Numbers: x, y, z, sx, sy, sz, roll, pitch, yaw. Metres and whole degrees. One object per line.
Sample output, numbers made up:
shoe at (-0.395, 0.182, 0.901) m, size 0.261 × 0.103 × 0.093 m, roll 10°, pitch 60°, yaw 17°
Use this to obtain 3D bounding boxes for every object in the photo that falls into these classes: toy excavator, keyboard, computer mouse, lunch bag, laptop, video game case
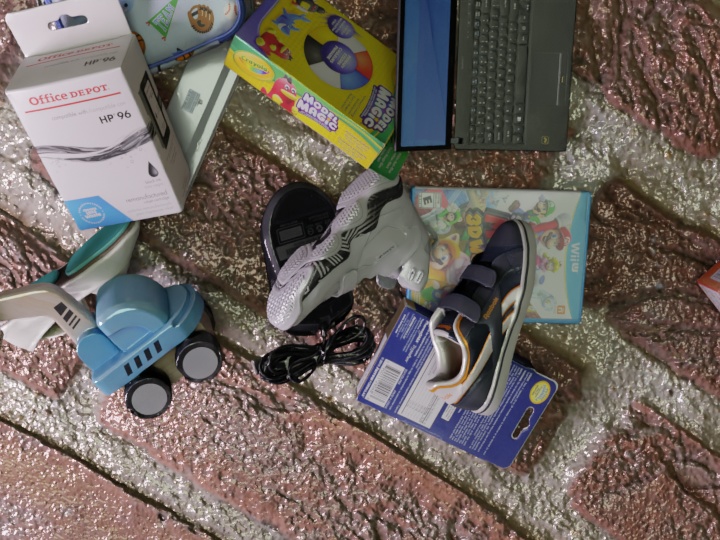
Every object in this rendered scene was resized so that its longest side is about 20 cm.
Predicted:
toy excavator at (-0.261, 0.053, 0.799) m, size 0.193 × 0.100 × 0.201 m, roll -35°, pitch 119°, yaw 2°
keyboard at (-0.170, -0.173, 0.839) m, size 0.055 × 0.011 × 0.203 m, roll 26°, pitch 98°, yaw -2°
computer mouse at (-0.062, 0.009, 0.848) m, size 0.135 × 0.053 × 0.205 m, roll -12°, pitch 101°, yaw -22°
lunch bag at (-0.210, -0.275, 0.765) m, size 0.195 × 0.076 × 0.163 m, roll -17°, pitch 110°, yaw 10°
laptop at (0.128, -0.208, 0.797) m, size 0.194 × 0.103 × 0.182 m, roll 1°, pitch 101°, yaw -3°
video game case at (0.149, -0.016, 0.877) m, size 0.194 × 0.018 × 0.147 m, roll 1°, pitch 100°, yaw -3°

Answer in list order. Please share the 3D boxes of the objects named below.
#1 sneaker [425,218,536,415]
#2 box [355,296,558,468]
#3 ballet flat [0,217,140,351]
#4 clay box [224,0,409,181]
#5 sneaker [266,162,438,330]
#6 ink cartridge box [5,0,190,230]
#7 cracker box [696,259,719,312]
sneaker at (0.121, 0.039, 0.818) m, size 0.078 × 0.078 × 0.205 m, roll 16°, pitch 83°, yaw -18°
box at (0.106, 0.128, 0.886) m, size 0.197 × 0.032 × 0.123 m, roll 27°, pitch 104°, yaw -10°
ballet flat at (-0.295, 0.017, 0.846) m, size 0.198 × 0.070 × 0.070 m, roll -35°, pitch 100°, yaw 8°
clay box at (-0.021, -0.188, 0.788) m, size 0.198 × 0.048 × 0.116 m, roll 34°, pitch 54°, yaw -6°
sneaker at (0.000, 0.000, 0.804) m, size 0.115 × 0.075 × 0.201 m, roll 45°, pitch 71°, yaw -22°
ink cartridge box at (-0.249, -0.144, 0.758) m, size 0.113 × 0.069 × 0.203 m, roll -10°, pitch 131°, yaw 6°
cracker box at (0.488, 0.046, 0.884) m, size 0.134 × 0.058 × 0.200 m, roll -42°, pitch 100°, yaw 6°
